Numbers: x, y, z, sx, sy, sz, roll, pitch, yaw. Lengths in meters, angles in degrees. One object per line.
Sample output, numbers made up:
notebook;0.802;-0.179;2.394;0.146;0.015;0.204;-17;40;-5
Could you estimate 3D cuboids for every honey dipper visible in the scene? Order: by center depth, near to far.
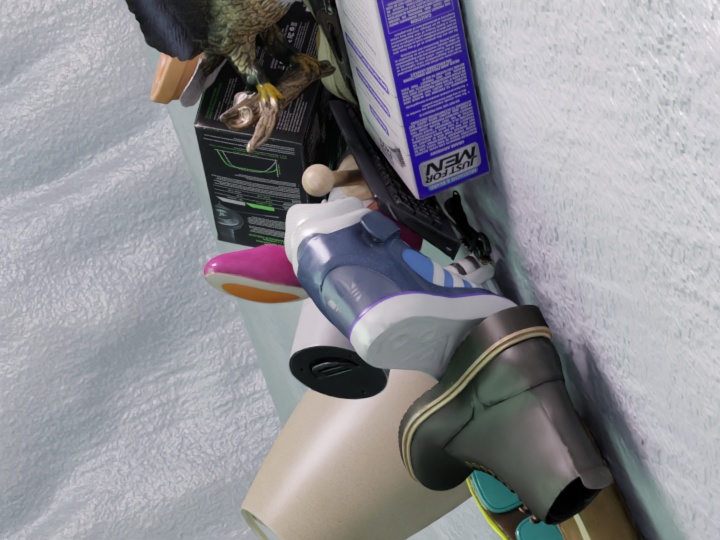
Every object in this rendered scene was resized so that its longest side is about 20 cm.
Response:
honey dipper;-0.013;-0.068;1.385;0.200;0.038;0.038;-16;-96;-76

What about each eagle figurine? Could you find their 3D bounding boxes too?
eagle figurine;-0.090;-0.205;1.324;0.200;0.151;0.152;61;178;-19

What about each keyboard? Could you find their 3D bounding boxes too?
keyboard;0.042;-0.063;1.401;0.127;0.021;0.200;34;-164;-25

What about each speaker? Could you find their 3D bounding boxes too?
speaker;0.000;0.000;1.492;0.081;0.081;0.201;82;-163;-55

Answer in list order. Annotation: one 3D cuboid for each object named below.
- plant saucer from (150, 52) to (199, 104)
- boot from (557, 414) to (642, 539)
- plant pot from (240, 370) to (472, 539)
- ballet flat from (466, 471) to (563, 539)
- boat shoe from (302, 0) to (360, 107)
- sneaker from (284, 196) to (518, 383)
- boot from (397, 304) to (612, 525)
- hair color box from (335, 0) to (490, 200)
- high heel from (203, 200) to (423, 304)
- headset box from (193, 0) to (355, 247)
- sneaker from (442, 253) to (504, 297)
plant saucer;-0.119;-0.224;1.492;0.200;0.037;0.201;-161;90;-80
boot;0.166;0.180;1.279;0.175;0.066;0.201;88;160;-63
plant pot;-0.003;0.173;1.650;0.187;0.200;0.187;43;163;17
ballet flat;0.132;0.198;1.516;0.067;0.067;0.201;85;160;-67
boat shoe;0.001;-0.194;1.419;0.066;0.072;0.201;39;157;29
sneaker;0.029;0.003;1.321;0.200;0.081;0.147;11;-143;-53
boot;0.095;0.136;1.290;0.139;0.077;0.200;65;153;27
hair color box;0.030;-0.163;1.311;0.109;0.065;0.201;-123;16;-50
high heel;-0.032;-0.024;1.378;0.067;0.199;0.096;-11;78;53
headset box;-0.064;-0.131;1.590;0.200;0.092;0.175;84;-161;-62
sneaker;0.086;0.068;1.472;0.116;0.075;0.200;62;171;13
